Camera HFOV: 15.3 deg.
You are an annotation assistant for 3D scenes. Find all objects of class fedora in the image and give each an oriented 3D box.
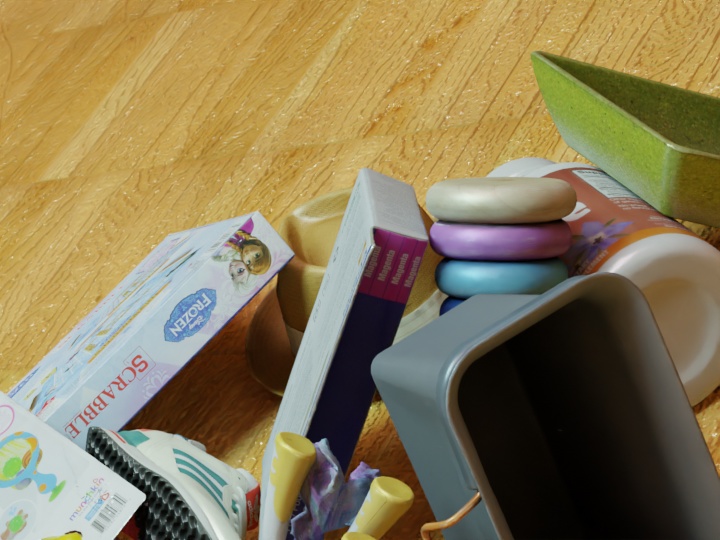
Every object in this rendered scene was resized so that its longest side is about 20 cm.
[{"bbox_3d":[0.000,0.000,1.743,0.200,0.082,0.201,-21,28,12],"label":"fedora"}]

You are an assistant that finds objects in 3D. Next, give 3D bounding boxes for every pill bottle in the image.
[{"bbox_3d":[0.136,0.003,1.594,0.112,0.113,0.200,-32,28,-9],"label":"pill bottle"}]

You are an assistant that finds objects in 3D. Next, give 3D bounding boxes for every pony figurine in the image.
[{"bbox_3d":[-0.039,0.189,1.368,0.166,0.201,0.193,9,22,-28],"label":"pony figurine"}]

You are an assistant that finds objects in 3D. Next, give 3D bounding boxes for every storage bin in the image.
[{"bbox_3d":[0.085,0.108,1.388,0.145,0.201,0.134,-30,16,-21],"label":"storage bin"}]

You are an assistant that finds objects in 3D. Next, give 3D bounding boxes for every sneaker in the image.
[{"bbox_3d":[-0.088,0.142,1.563,0.093,0.071,0.200,-2,20,-29],"label":"sneaker"}]

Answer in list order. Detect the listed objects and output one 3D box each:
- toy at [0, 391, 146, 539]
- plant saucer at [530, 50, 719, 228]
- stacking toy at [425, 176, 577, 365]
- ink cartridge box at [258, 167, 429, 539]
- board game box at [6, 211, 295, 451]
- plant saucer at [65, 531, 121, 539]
[{"bbox_3d":[-0.207,0.148,1.596,0.115,0.047,0.200,-53,41,-8],"label":"toy"},{"bbox_3d":[0.216,-0.063,1.614,0.200,0.199,0.048,44,118,60],"label":"plant saucer"},{"bbox_3d":[0.080,0.050,1.499,0.085,0.201,0.085,-1,6,0],"label":"stacking toy"},{"bbox_3d":[-0.010,0.057,1.527,0.043,0.197,0.200,18,13,-7],"label":"ink cartridge box"},{"bbox_3d":[-0.152,0.049,1.745,0.200,0.041,0.199,-45,12,-16],"label":"board game box"},{"bbox_3d":[-0.213,0.232,1.577,0.199,0.051,0.201,-21,28,12],"label":"plant saucer"}]
